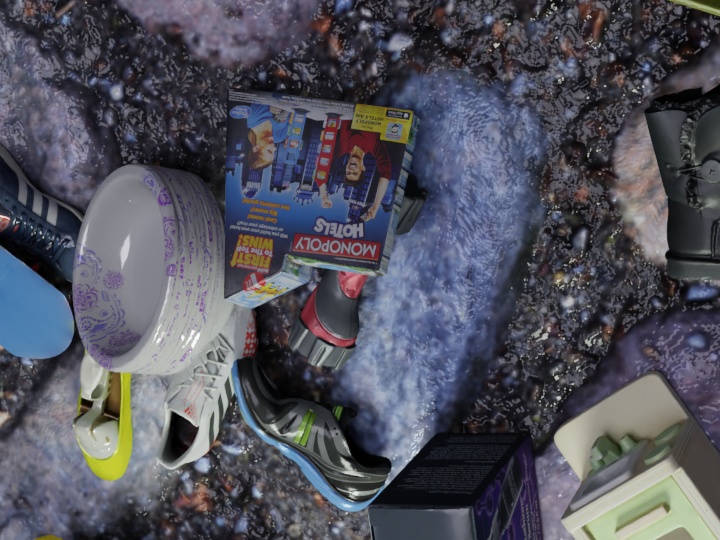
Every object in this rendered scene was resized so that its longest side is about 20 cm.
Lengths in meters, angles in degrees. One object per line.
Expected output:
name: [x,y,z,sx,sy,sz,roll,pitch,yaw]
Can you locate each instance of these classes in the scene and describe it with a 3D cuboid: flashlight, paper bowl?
flashlight: [0.000,0.000,1.665,0.067,0.068,0.201,28,114,-7]
paper bowl: [-0.192,0.001,1.689,0.200,0.104,0.202,-13,74,53]

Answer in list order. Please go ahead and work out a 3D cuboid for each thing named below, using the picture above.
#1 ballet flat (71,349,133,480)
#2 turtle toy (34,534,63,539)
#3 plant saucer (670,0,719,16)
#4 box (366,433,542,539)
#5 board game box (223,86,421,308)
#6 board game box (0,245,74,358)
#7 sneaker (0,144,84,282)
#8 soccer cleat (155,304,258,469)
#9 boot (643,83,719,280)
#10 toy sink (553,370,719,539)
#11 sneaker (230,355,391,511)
ballet flat: [-0.272,0.136,1.810,0.066,0.067,0.202,15,111,16]
turtle toy: [-0.270,0.361,1.856,0.198,0.101,0.147,2,83,18]
plant saucer: [0.335,-0.311,1.452,0.199,0.048,0.201,20,112,15]
box: [0.094,0.253,1.629,0.104,0.200,0.149,-3,105,22]
board game box: [-0.049,-0.057,1.615,0.199,0.062,0.202,10,85,26]
board game box: [-0.377,0.007,1.811,0.200,0.039,0.158,38,141,-11]
sneaker: [-0.351,-0.050,1.775,0.200,0.084,0.075,39,115,6]
soccer cleat: [-0.157,0.111,1.748,0.068,0.085,0.201,27,114,12]
boot: [0.348,-0.079,1.499,0.199,0.076,0.169,0,109,28]
toy sink: [0.270,0.217,1.599,0.130,0.112,0.201,-34,92,26]
sneaker: [-0.049,0.151,1.727,0.199,0.071,0.083,43,106,-8]
